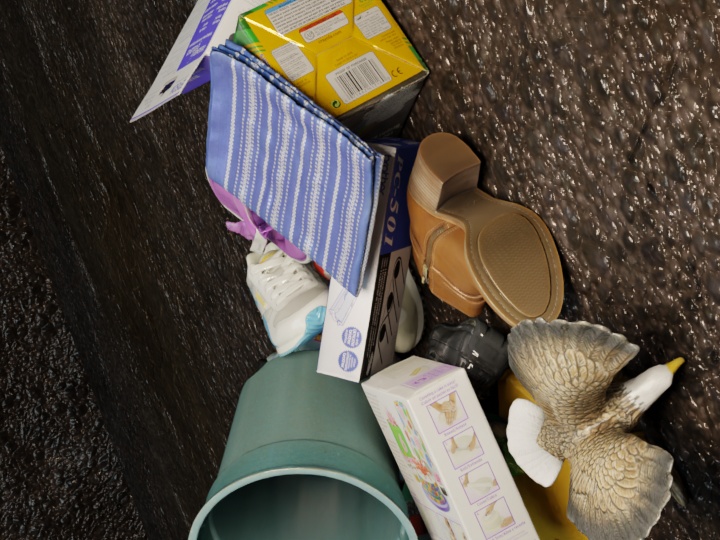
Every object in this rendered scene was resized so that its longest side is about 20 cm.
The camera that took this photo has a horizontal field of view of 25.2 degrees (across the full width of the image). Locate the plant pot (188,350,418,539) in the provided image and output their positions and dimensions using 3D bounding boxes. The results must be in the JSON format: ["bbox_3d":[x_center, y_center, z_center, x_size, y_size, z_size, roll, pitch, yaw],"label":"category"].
[{"bbox_3d":[-0.045,0.187,1.439,0.197,0.198,0.202,-87,-10,-54],"label":"plant pot"}]

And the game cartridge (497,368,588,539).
[{"bbox_3d":[0.182,0.199,1.399,0.176,0.032,0.201,43,147,48],"label":"game cartridge"}]

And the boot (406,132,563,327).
[{"bbox_3d":[0.095,0.002,1.329,0.200,0.076,0.156,53,158,27],"label":"boot"}]

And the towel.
[{"bbox_3d":[-0.062,-0.086,1.327,0.200,0.024,0.146,39,138,31],"label":"towel"}]

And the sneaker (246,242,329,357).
[{"bbox_3d":[-0.068,0.023,1.492,0.081,0.076,0.200,60,171,-12],"label":"sneaker"}]

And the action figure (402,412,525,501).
[{"bbox_3d":[0.089,0.163,1.455,0.200,0.054,0.119,1,82,60],"label":"action figure"}]

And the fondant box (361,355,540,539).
[{"bbox_3d":[0.081,0.176,1.325,0.201,0.058,0.144,65,167,-7],"label":"fondant box"}]

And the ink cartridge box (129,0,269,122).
[{"bbox_3d":[-0.135,-0.227,1.519,0.043,0.201,0.198,31,168,-17],"label":"ink cartridge box"}]

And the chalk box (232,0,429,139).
[{"bbox_3d":[-0.040,-0.152,1.423,0.124,0.124,0.200,56,158,12],"label":"chalk box"}]

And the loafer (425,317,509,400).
[{"bbox_3d":[0.084,0.086,1.412,0.068,0.071,0.201,33,171,-2],"label":"loafer"}]

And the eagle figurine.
[{"bbox_3d":[0.170,0.108,1.152,0.151,0.200,0.152,23,99,18],"label":"eagle figurine"}]

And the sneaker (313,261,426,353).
[{"bbox_3d":[0.000,0.000,1.543,0.070,0.093,0.201,38,146,53],"label":"sneaker"}]

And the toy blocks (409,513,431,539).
[{"bbox_3d":[0.070,0.269,1.556,0.200,0.136,0.101,93,162,-68],"label":"toy blocks"}]

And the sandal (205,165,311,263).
[{"bbox_3d":[-0.098,-0.046,1.459,0.202,0.050,0.083,32,152,59],"label":"sandal"}]

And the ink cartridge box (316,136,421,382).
[{"bbox_3d":[0.011,-0.012,1.387,0.044,0.094,0.202,12,100,17],"label":"ink cartridge box"}]

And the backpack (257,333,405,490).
[{"bbox_3d":[-0.010,0.124,1.614,0.167,0.127,0.200,30,165,49],"label":"backpack"}]
